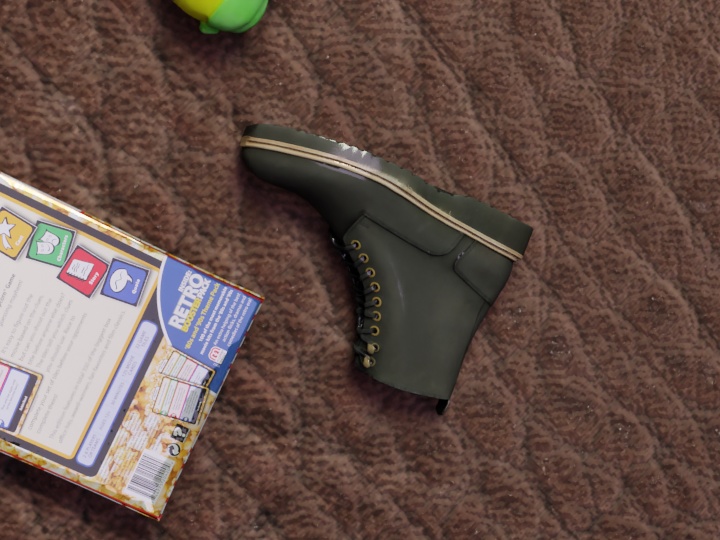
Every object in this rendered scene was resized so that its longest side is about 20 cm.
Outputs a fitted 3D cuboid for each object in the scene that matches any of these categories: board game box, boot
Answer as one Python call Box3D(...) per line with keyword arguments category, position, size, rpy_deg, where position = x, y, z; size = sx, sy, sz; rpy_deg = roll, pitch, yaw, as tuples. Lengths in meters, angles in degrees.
Box3D(category="board game box", position=(-0.181, 0.041, 0.773), size=(0.199, 0.046, 0.152), rpy_deg=(27, 86, -14))
Box3D(category="boot", position=(0.000, 0.000, 0.809), size=(0.199, 0.077, 0.139), rpy_deg=(22, 91, -14))

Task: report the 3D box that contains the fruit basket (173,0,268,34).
Box3D(category="fruit basket", position=(-0.081, -0.253, 0.747), size=(0.214, 0.156, 0.217), rpy_deg=(4, 74, -13))
